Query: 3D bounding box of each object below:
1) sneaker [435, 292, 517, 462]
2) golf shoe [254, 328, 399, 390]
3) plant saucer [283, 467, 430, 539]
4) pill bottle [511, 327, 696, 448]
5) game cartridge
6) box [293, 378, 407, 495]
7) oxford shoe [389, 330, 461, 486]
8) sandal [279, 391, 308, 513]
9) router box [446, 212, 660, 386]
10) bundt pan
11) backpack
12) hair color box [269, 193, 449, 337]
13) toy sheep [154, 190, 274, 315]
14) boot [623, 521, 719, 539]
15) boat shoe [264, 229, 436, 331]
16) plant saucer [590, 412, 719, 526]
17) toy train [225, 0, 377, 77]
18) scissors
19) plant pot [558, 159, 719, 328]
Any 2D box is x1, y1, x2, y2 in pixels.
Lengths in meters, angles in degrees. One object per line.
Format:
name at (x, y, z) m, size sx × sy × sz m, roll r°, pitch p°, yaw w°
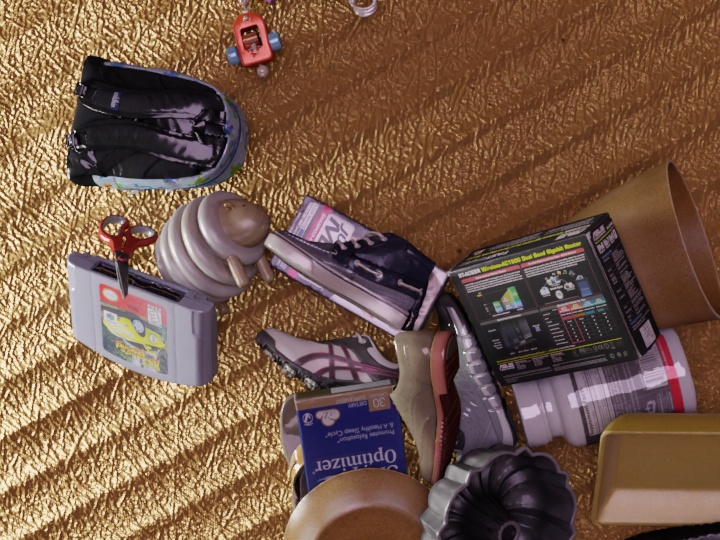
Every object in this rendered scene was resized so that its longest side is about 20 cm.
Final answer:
sneaker at (0.100, 0.136, 1.638) m, size 0.114 × 0.075 × 0.202 m, roll -22°, pitch 94°, yaw 8°
golf shoe at (-0.030, 0.109, 1.666) m, size 0.198 × 0.077 × 0.089 m, roll 27°, pitch 81°, yaw -2°
plant saucer at (0.010, 0.327, 1.614) m, size 0.197 × 0.036 × 0.203 m, roll -2°, pitch 111°, yaw -6°
pill bottle at (0.279, 0.140, 1.610) m, size 0.198 × 0.111 × 0.112 m, roll -15°, pitch 84°, yaw 4°
game cartridge at (-0.262, 0.063, 1.659) m, size 0.198 × 0.134 × 0.041 m, roll 19°, pitch 43°, yaw 19°
box at (-0.005, 0.234, 1.621) m, size 0.120 × 0.032 × 0.203 m, roll -8°, pitch 104°, yaw -4°
oxford shoe at (0.072, 0.154, 1.584) m, size 0.074 × 0.070 × 0.202 m, roll 8°, pitch 115°, yaw 18°
sandal at (-0.057, 0.246, 1.661) m, size 0.079 × 0.054 × 0.203 m, roll -4°, pitch 86°, yaw 6°
router box at (0.212, 0.035, 1.535) m, size 0.199 × 0.062 × 0.151 m, roll -16°, pitch 105°, yaw 42°
bundt pan at (0.150, 0.290, 1.594) m, size 0.200 × 0.076 × 0.205 m, roll -8°, pitch 105°, yaw -30°
backpack at (-0.234, -0.168, 1.676) m, size 0.198 × 0.153 × 0.165 m, roll 1°, pitch 80°, yaw 27°
hair color box at (0.000, 0.000, 1.672) m, size 0.198 × 0.061 × 0.101 m, roll 29°, pitch 89°, yaw 6°
toy sheep at (-0.180, -0.020, 1.656) m, size 0.199 × 0.137 × 0.139 m, roll -33°, pitch 82°, yaw 32°
boot at (0.405, 0.380, 1.597) m, size 0.198 × 0.076 × 0.170 m, roll -10°, pitch 90°, yaw 12°
boat shoe at (-0.007, -0.015, 1.607) m, size 0.199 × 0.075 × 0.093 m, roll 31°, pitch 84°, yaw -8°
plant saucer at (0.365, 0.221, 1.579) m, size 0.197 × 0.201 × 0.049 m, roll 0°, pitch 50°, yaw 4°
toy train at (-0.081, -0.329, 1.710) m, size 0.198 × 0.056 × 0.152 m, roll -21°, pitch 85°, yaw 6°
scissors at (-0.289, -0.018, 1.644) m, size 0.072 × 0.201 × 0.014 m, roll 18°, pitch 116°, yaw -4°
plant pot at (0.293, -0.007, 1.600) m, size 0.198 × 0.186 × 0.189 m, roll -18°, pitch 84°, yaw 22°
